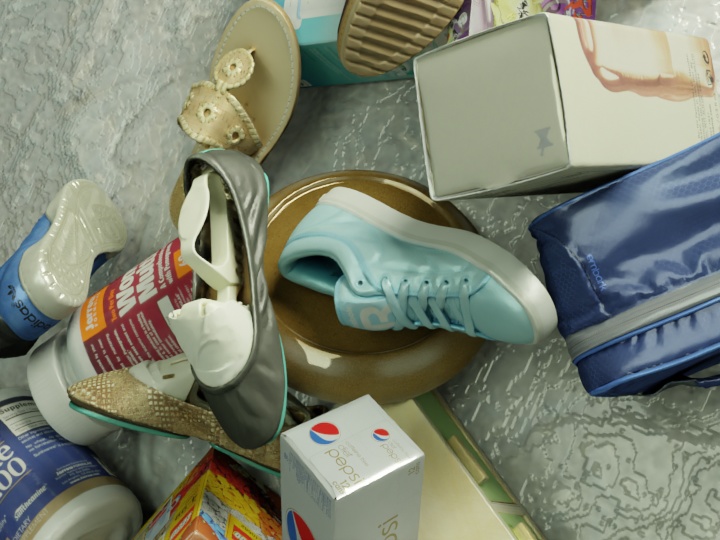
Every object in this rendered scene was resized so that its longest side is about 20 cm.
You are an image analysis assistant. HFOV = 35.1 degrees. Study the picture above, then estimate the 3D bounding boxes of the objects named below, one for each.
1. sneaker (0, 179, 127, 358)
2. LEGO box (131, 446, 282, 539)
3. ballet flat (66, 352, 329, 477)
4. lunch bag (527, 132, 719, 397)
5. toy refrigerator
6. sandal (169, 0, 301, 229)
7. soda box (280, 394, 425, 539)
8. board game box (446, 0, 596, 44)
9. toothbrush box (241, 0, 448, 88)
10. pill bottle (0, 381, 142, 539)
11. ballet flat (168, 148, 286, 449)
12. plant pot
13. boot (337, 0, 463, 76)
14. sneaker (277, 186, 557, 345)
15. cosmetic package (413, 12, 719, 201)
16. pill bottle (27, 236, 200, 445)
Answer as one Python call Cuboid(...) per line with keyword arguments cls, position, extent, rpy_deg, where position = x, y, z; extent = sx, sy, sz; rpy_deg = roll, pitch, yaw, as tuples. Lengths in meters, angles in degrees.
Cuboid(cls="sneaker", position=(-0.261, 0.001, 0.924), extent=(0.110, 0.077, 0.201), rpy_deg=(-32, 22, 15))
Cuboid(cls="LEGO box", position=(-0.143, 0.244, 0.805), extent=(0.077, 0.149, 0.200), rpy_deg=(39, 99, -10))
Cuboid(cls="ballet flat", position=(-0.110, 0.096, 0.827), extent=(0.066, 0.197, 0.070), rpy_deg=(-69, 18, 5))
Cuboid(cls="lunch bag", position=(0.216, 0.000, 0.685), extent=(0.198, 0.135, 0.134), rpy_deg=(-25, 78, 23))
Cuboid(cls="toy refrigerator", position=(0.065, 0.158, 0.765), extent=(0.070, 0.076, 0.201), rpy_deg=(-43, 62, 12))
Cuboid(cls="sandal", position=(-0.110, -0.101, 0.873), extent=(0.077, 0.070, 0.213), rpy_deg=(33, 124, 10))
Cuboid(cls="soda box", position=(-0.007, 0.182, 0.731), extent=(0.064, 0.067, 0.202), rpy_deg=(42, 142, 40))
Cuboid(cls="board game box", position=(0.115, -0.181, 0.798), extent=(0.032, 0.119, 0.204), rpy_deg=(-7, 73, 50))
Cuboid(cls="toothbrush box", position=(0.018, -0.230, 0.878), extent=(0.197, 0.085, 0.149), rpy_deg=(-2, 76, 28))
Cuboid(cls="pill bottle", position=(-0.276, 0.167, 0.922), extent=(0.199, 0.111, 0.112), rpy_deg=(36, 95, 30))
Cuboid(cls="ballet flat", position=(-0.093, 0.014, 0.740), extent=(0.067, 0.068, 0.203), rpy_deg=(-20, 66, 31))
Cuboid(cls="plant pot", position=(0.000, 0.000, 0.800), extent=(0.196, 0.028, 0.202), rpy_deg=(1, 53, -1))
Cuboid(cls="boot", position=(0.027, -0.248, 0.792), extent=(0.201, 0.072, 0.167), rpy_deg=(-58, 34, 18))
Cuboid(cls="sneaker", position=(0.029, 0.016, 0.722), extent=(0.198, 0.074, 0.082), rpy_deg=(22, 59, 40))
Cuboid(cls="cosmetic package", position=(0.134, -0.096, 0.701), extent=(0.102, 0.198, 0.089), rpy_deg=(-10, 89, 40))
Cuboid(cls="pill bottle", position=(-0.157, 0.050, 0.889), extent=(0.198, 0.109, 0.111), rpy_deg=(-31, 65, 17))
